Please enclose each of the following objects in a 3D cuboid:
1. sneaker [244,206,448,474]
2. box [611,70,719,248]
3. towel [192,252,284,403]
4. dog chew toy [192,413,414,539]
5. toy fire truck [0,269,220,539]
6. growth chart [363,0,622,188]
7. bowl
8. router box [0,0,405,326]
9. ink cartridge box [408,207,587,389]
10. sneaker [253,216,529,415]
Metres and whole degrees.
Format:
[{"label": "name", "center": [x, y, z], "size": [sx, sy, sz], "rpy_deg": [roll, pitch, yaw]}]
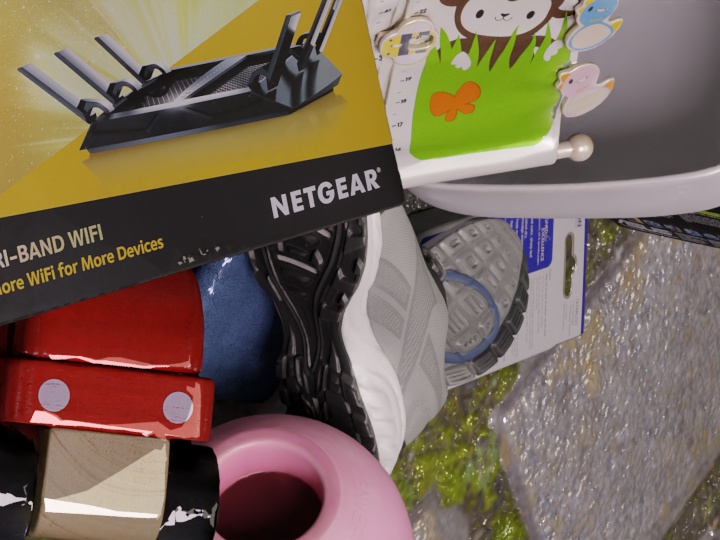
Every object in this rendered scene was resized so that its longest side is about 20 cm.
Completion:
[{"label": "sneaker", "center": [0.000, 0.000, 0.929], "size": [0.079, 0.074, 0.202], "rpy_deg": [-37, 136, -33]}, {"label": "box", "center": [0.191, -0.059, 1.171], "size": [0.193, 0.199, 0.048], "rpy_deg": [36, 73, -49]}, {"label": "towel", "center": [-0.031, -0.034, 0.974], "size": [0.201, 0.048, 0.111], "rpy_deg": [-58, 148, 7]}, {"label": "dog chew toy", "center": [-0.035, 0.155, 0.940], "size": [0.125, 0.124, 0.201], "rpy_deg": [-50, 154, -30]}, {"label": "toy fire truck", "center": [-0.099, 0.010, 0.835], "size": [0.127, 0.176, 0.202], "rpy_deg": [7, 86, -20]}, {"label": "growth chart", "center": [0.047, -0.101, 0.892], "size": [0.143, 0.018, 0.201], "rpy_deg": [-15, 144, -7]}, {"label": "bowl", "center": [0.122, -0.108, 1.054], "size": [0.075, 0.198, 0.201], "rpy_deg": [55, 39, -53]}, {"label": "router box", "center": [-0.084, -0.077, 0.738], "size": [0.199, 0.052, 0.159], "rpy_deg": [-19, 98, -42]}, {"label": "ink cartridge box", "center": [0.060, 0.011, 1.159], "size": [0.199, 0.037, 0.096], "rpy_deg": [-16, 112, -46]}, {"label": "sneaker", "center": [0.004, 0.042, 1.041], "size": [0.200, 0.087, 0.075], "rpy_deg": [-43, 115, -20]}]
